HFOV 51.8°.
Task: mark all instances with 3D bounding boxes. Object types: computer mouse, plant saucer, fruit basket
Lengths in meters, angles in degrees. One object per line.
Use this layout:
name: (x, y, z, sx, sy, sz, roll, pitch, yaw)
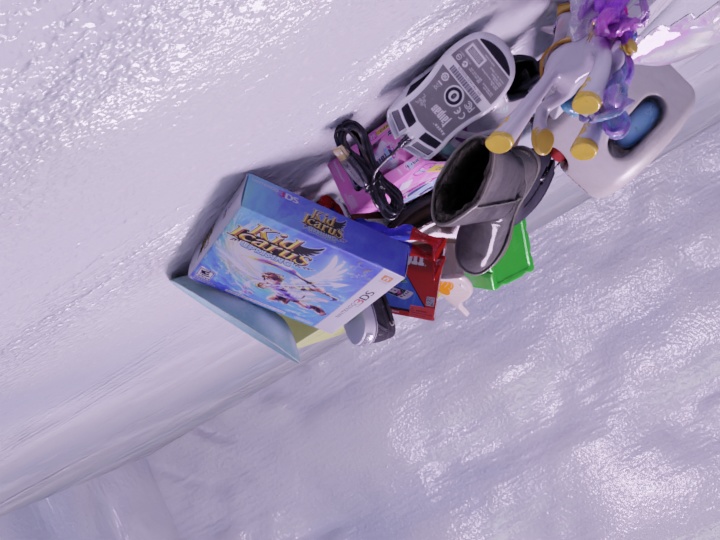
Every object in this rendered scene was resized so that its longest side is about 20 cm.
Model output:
computer mouse: (0.262, -0.138, 1.172, 0.201, 0.053, 0.138, -48, 137, 7)
computer mouse: (0.068, -0.152, 0.736, 0.199, 0.110, 0.044, -39, -166, 17)
plant saucer: (-0.152, 0.052, 0.958, 0.039, 0.198, 0.201, -57, 176, -10)
fruit basket: (0.200, -0.079, 1.331, 0.153, 0.219, 0.216, -24, 171, -15)

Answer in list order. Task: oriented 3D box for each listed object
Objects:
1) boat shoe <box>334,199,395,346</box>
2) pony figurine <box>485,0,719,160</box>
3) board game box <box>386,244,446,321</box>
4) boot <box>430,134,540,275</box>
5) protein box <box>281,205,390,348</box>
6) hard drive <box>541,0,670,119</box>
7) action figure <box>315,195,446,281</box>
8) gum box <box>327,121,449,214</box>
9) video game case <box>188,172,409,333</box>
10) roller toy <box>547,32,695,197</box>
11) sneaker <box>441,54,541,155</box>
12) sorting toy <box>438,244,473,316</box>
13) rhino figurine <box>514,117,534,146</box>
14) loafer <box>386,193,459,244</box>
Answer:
boat shoe: (0.000, 0.000, 0.961, 0.065, 0.204, 0.070, -1, 149, -32)
pony figurine: (0.212, -0.199, 0.655, 0.192, 0.165, 0.203, -17, -138, 54)
board game box: (0.012, -0.001, 1.004, 0.195, 0.106, 0.019, 9, 179, 13)
boot: (0.129, -0.063, 0.817, 0.199, 0.071, 0.185, -29, 142, -64)
protein box: (-0.030, 0.008, 1.146, 0.197, 0.137, 0.199, -32, 170, 24)
hard drive: (0.278, -0.254, 0.799, 0.200, 0.026, 0.132, -45, 173, 11)
action figure: (-0.006, -0.026, 0.882, 0.100, 0.196, 0.066, -57, 158, -29)
gum box: (0.058, -0.127, 0.880, 0.112, 0.067, 0.199, -32, 171, 30)
video game case: (-0.074, -0.009, 0.833, 0.197, 0.046, 0.181, 22, 146, -20)
roller toy: (0.327, -0.192, 0.956, 0.183, 0.139, 0.200, -48, 180, -32)
sneaker: (0.165, -0.192, 0.823, 0.139, 0.079, 0.199, -39, 172, 33)
sorting toy: (0.126, -0.019, 1.133, 0.105, 0.204, 0.180, -18, 144, 20)
rhino figurine: (0.182, -0.177, 1.015, 0.086, 0.061, 0.200, -25, 169, -28)
loafer: (0.116, -0.067, 0.951, 0.197, 0.072, 0.073, -27, 173, -13)
